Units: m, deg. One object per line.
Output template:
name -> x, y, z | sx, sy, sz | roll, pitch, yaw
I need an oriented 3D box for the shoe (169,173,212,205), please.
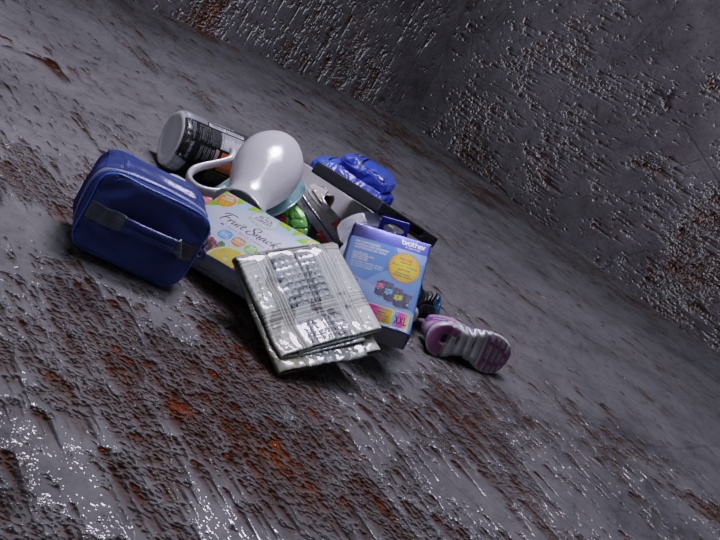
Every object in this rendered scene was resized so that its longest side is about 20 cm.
shoe -> -0.278, -0.100, 1.663 | 0.200, 0.072, 0.091 | 27, 21, -4

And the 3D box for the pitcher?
pitcher -> -0.198, -0.170, 1.664 | 0.171, 0.121, 0.200 | 30, 45, -4

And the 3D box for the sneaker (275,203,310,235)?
sneaker -> -0.143, -0.108, 1.829 | 0.084, 0.077, 0.200 | 5, 14, -33

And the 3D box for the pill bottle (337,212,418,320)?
pill bottle -> 0.023, 0.005, 1.653 | 0.112, 0.112, 0.200 | 11, 56, -49

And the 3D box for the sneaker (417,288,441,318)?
sneaker -> 0.084, 0.054, 1.793 | 0.082, 0.073, 0.200 | 5, -15, 26

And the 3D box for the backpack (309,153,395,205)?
backpack -> -0.032, -0.189, 2.190 | 0.200, 0.168, 0.163 | 30, 9, 11

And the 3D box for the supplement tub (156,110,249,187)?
supplement tub -> -0.298, -0.234, 1.923 | 0.200, 0.123, 0.123 | 20, 19, -34

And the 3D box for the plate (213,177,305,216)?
plate -> -0.203, -0.148, 1.786 | 0.200, 0.026, 0.200 | -7, 33, 5

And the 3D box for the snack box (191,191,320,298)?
snack box -> -0.183, -0.035, 1.504 | 0.200, 0.053, 0.142 | 29, 44, 21

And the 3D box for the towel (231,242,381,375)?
towel -> -0.074, 0.050, 1.403 | 0.192, 0.035, 0.200 | -9, 65, -39

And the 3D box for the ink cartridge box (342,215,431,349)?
ink cartridge box -> 0.032, 0.011, 1.550 | 0.136, 0.200, 0.076 | 16, -28, -3

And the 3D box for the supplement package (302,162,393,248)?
supplement package -> -0.057, -0.106, 1.937 | 0.200, 0.121, 0.120 | 39, 6, 28

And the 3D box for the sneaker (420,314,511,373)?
sneaker -> 0.195, 0.130, 1.800 | 0.200, 0.081, 0.088 | 21, 11, -28

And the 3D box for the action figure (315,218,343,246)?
action figure -> 0.000, 0.000, 1.742 | 0.200, 0.065, 0.099 | 56, -13, -5

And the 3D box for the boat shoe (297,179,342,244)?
boat shoe -> -0.084, -0.131, 1.854 | 0.200, 0.070, 0.071 | 55, -5, 27

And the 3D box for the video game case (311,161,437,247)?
video game case -> 0.026, -0.122, 1.759 | 0.200, 0.026, 0.181 | 35, 4, 42

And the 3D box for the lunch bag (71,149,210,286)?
lunch bag -> -0.312, -0.068, 1.375 | 0.200, 0.136, 0.132 | 25, 17, -23
